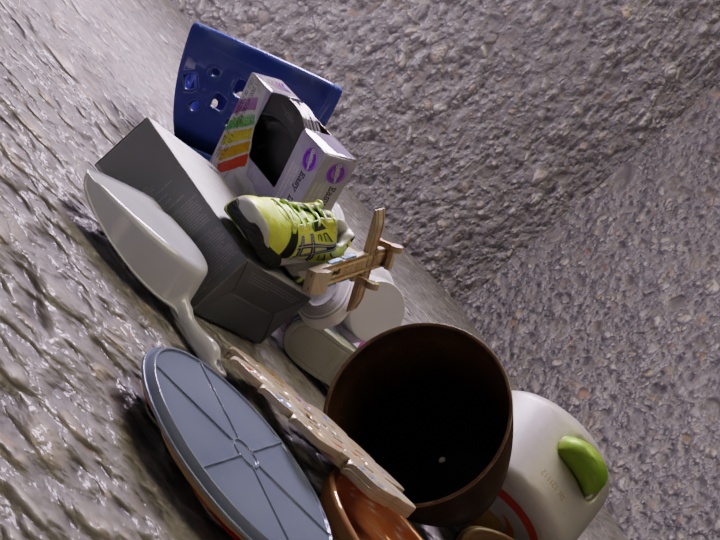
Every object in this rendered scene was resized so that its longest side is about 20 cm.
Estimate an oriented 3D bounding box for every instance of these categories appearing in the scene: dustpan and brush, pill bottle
[{"bbox_3d":[-0.167,0.008,1.062,0.200,0.057,0.139,45,6,20],"label":"dustpan and brush"},{"bbox_3d":[-0.025,0.024,1.446,0.104,0.104,0.200,46,-9,-29],"label":"pill bottle"}]

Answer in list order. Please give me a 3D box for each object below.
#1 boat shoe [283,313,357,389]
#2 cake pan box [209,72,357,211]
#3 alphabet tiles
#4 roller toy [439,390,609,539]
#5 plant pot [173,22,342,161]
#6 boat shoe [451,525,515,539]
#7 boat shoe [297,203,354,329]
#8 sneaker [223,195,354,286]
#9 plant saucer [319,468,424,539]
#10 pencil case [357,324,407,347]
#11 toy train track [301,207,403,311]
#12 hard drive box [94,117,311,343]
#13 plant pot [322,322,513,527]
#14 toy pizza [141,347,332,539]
[{"bbox_3d":[-0.007,0.120,1.378,0.200,0.073,0.062,43,12,-14],"label":"boat shoe"},{"bbox_3d":[-0.102,-0.095,1.345,0.052,0.201,0.184,8,31,-43],"label":"cake pan box"},{"bbox_3d":[-0.036,0.140,1.055,0.200,0.015,0.196,40,-2,31],"label":"alphabet tiles"},{"bbox_3d":[0.180,0.248,1.400,0.182,0.140,0.201,32,-36,24],"label":"roller toy"},{"bbox_3d":[-0.147,-0.196,1.586,0.198,0.181,0.200,22,6,0],"label":"plant pot"},{"bbox_3d":[0.155,0.335,1.333,0.200,0.073,0.072,36,-18,-34],"label":"boat shoe"},{"bbox_3d":[-0.046,-0.023,1.357,0.201,0.071,0.069,-85,158,-45],"label":"boat shoe"},{"bbox_3d":[-0.069,-0.045,1.189,0.076,0.076,0.200,53,8,18],"label":"sneaker"},{"bbox_3d":[0.029,0.253,1.002,0.200,0.037,0.200,49,7,-8],"label":"plant saucer"},{"bbox_3d":[0.035,0.128,1.514,0.091,0.093,0.200,51,7,-11],"label":"pencil case"},{"bbox_3d":[0.000,0.000,1.249,0.032,0.116,0.200,22,16,21],"label":"toy train track"},{"bbox_3d":[-0.157,-0.038,1.228,0.200,0.077,0.156,53,7,26],"label":"hard drive box"},{"bbox_3d":[0.078,0.181,1.230,0.187,0.186,0.200,53,-5,33],"label":"plant pot"},{"bbox_3d":[-0.092,0.139,0.860,0.201,0.032,0.200,50,7,-9],"label":"toy pizza"}]
